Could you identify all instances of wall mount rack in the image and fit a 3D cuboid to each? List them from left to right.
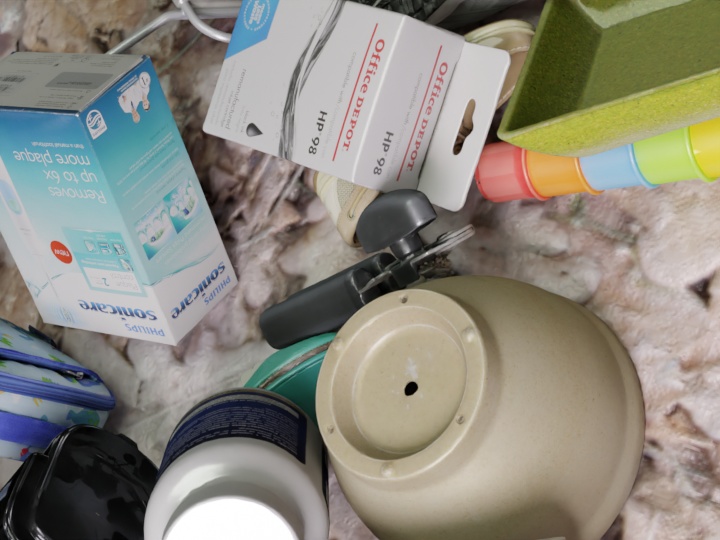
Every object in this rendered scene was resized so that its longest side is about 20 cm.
[{"bbox_3d":[-0.162,-0.211,1.258,0.200,0.174,0.075,56,141,36],"label":"wall mount rack"}]

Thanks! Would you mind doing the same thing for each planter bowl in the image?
[{"bbox_3d":[0.055,0.087,1.000,0.200,0.135,0.200,-14,63,30],"label":"planter bowl"}]

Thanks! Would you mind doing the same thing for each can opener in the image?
[{"bbox_3d":[0.000,0.000,1.086,0.200,0.053,0.066,-32,87,48],"label":"can opener"}]

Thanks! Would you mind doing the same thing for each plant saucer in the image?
[{"bbox_3d":[0.200,-0.144,1.009,0.200,0.048,0.200,-15,31,29],"label":"plant saucer"}]

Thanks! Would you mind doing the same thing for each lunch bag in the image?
[{"bbox_3d":[-0.291,0.082,1.202,0.161,0.200,0.082,29,96,41],"label":"lunch bag"}]

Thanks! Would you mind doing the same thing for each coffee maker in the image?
[{"bbox_3d":[-0.224,0.228,1.092,0.200,0.135,0.192,-44,42,35],"label":"coffee maker"}]

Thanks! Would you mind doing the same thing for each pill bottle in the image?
[{"bbox_3d":[-0.075,0.147,0.997,0.111,0.111,0.200,-51,7,6],"label":"pill bottle"}]

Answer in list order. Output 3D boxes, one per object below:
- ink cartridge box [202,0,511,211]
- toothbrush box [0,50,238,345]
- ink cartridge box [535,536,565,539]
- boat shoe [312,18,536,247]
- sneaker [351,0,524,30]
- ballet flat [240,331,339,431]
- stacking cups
[{"bbox_3d":[-0.006,-0.121,1.089,0.200,0.067,0.116,21,95,43],"label":"ink cartridge box"},{"bbox_3d":[-0.196,-0.054,1.189,0.146,0.200,0.085,8,41,36],"label":"toothbrush box"},{"bbox_3d":[0.060,0.260,0.909,0.145,0.084,0.200,-12,81,19],"label":"ink cartridge box"},{"bbox_3d":[0.053,-0.092,1.120,0.200,0.072,0.065,-39,57,23],"label":"boat shoe"},{"bbox_3d":[0.090,-0.215,1.134,0.200,0.079,0.074,-15,88,34],"label":"sneaker"},{"bbox_3d":[-0.077,0.107,1.131,0.200,0.067,0.070,-49,37,5],"label":"ballet flat"},{"bbox_3d":[0.167,-0.072,1.041,0.200,0.061,0.061,-11,65,34],"label":"stacking cups"}]
